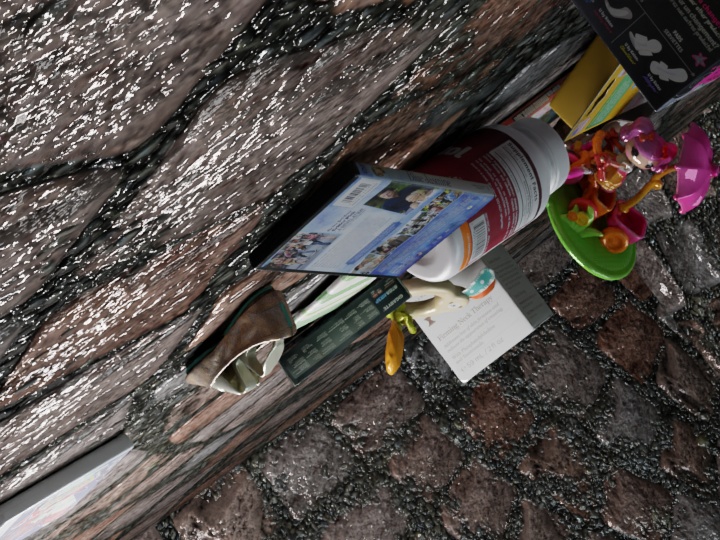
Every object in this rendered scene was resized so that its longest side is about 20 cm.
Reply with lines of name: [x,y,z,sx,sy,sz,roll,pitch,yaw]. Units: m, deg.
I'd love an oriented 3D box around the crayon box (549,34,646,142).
crayon box: [0.287,-0.223,1.364,0.199,0.052,0.126,-28,159,-44]

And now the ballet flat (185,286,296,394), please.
ballet flat: [-0.128,0.092,1.340,0.068,0.067,0.200,-31,170,-40]

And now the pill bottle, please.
pill bottle: [0.121,-0.080,1.296,0.199,0.113,0.113,-33,171,-34]

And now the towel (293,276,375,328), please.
towel: [0.000,0.000,1.579,0.200,0.023,0.152,-41,172,36]

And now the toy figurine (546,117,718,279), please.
toy figurine: [0.311,-0.113,1.440,0.184,0.200,0.151,-36,-162,41]

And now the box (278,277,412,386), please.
box: [-0.025,0.075,1.736,0.199,0.046,0.159,-38,-178,-2]

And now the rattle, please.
rattle: [0.135,0.078,2.037,0.198,0.144,0.131,0,139,-12]

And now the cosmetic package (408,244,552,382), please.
cosmetic package: [0.200,0.057,2.196,0.167,0.201,0.166,-40,173,21]

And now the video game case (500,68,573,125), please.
video game case: [0.198,-0.175,1.463,0.199,0.017,0.143,-37,172,-7]

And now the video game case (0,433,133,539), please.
video game case: [-0.377,0.278,1.465,0.182,0.023,0.200,-43,171,38]

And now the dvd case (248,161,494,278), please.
dvd case: [0.013,-0.040,1.125,0.199,0.018,0.142,3,145,-49]

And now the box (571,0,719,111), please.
box: [0.290,-0.237,1.058,0.200,0.133,0.115,-30,172,-48]

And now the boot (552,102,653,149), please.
boot: [0.262,-0.163,1.620,0.185,0.065,0.200,-21,168,-40]
